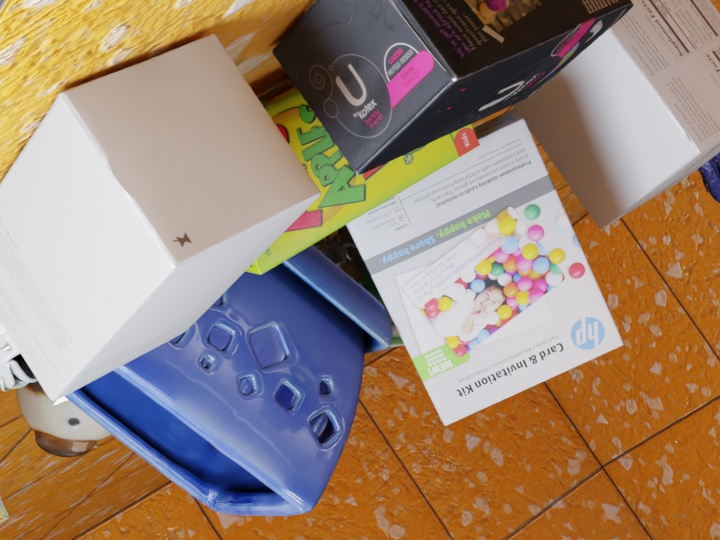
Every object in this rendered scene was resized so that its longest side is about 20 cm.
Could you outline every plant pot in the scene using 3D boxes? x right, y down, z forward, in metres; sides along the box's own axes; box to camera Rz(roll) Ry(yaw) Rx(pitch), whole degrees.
[{"bbox_3d":[-0.102,0.062,1.374,0.180,0.200,0.200,-57,-164,-21],"label":"plant pot"}]

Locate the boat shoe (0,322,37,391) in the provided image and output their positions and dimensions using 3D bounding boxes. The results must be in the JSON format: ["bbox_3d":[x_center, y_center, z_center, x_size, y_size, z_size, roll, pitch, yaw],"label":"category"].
[{"bbox_3d":[-0.264,0.058,1.319,0.200,0.067,0.074,-38,172,30],"label":"boat shoe"}]

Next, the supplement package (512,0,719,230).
[{"bbox_3d":[0.213,-0.164,1.462,0.111,0.200,0.156,-30,172,-32],"label":"supplement package"}]

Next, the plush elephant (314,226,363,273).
[{"bbox_3d":[0.052,-0.070,1.509,0.155,0.165,0.200,-43,172,36],"label":"plush elephant"}]

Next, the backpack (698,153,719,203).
[{"bbox_3d":[0.707,-0.236,3.344,0.168,0.200,0.163,-27,180,30],"label":"backpack"}]

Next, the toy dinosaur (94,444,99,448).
[{"bbox_3d":[-0.279,0.139,1.955,0.101,0.058,0.200,-51,178,12],"label":"toy dinosaur"}]

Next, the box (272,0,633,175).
[{"bbox_3d":[0.063,-0.161,1.177,0.200,0.106,0.122,-27,170,-42],"label":"box"}]

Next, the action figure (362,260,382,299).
[{"bbox_3d":[0.040,-0.075,1.392,0.118,0.200,0.055,-6,-157,17],"label":"action figure"}]

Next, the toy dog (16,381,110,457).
[{"bbox_3d":[-0.212,0.078,1.550,0.194,0.140,0.200,6,-160,33],"label":"toy dog"}]

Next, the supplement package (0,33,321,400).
[{"bbox_3d":[-0.138,-0.029,1.076,0.120,0.121,0.200,-28,172,-38],"label":"supplement package"}]

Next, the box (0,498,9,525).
[{"bbox_3d":[-0.401,0.191,1.285,0.200,0.122,0.193,-14,160,-48],"label":"box"}]

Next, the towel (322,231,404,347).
[{"bbox_3d":[0.000,0.000,1.564,0.153,0.200,0.023,-6,128,-47],"label":"towel"}]

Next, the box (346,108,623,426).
[{"bbox_3d":[0.091,-0.001,1.366,0.156,0.200,0.041,-24,-162,3],"label":"box"}]

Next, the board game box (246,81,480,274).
[{"bbox_3d":[-0.020,-0.090,1.261,0.200,0.102,0.048,-31,-160,-24],"label":"board game box"}]
